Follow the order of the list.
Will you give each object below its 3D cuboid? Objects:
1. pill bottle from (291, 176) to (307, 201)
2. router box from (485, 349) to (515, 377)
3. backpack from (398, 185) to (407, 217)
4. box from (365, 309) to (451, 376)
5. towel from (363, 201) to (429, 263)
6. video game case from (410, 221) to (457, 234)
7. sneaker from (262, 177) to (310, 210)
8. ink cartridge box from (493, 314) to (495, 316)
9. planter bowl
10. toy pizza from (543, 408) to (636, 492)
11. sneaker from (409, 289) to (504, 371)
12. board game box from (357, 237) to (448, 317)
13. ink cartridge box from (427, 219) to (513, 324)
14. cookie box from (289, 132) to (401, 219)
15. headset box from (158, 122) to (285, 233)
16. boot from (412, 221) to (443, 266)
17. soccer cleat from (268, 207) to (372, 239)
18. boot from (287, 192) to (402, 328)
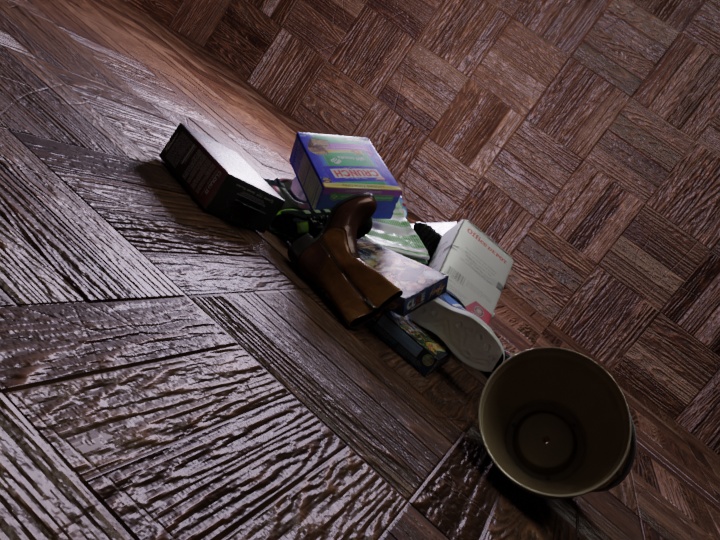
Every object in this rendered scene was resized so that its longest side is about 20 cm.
[{"bbox_3d":[-0.065,-0.117,1.507,0.200,0.114,0.113,41,12,21],"label":"pill bottle"},{"bbox_3d":[0.359,0.244,1.472,0.199,0.062,0.150,24,18,-49],"label":"router box"},{"bbox_3d":[0.018,-0.115,1.610,0.134,0.183,0.201,27,22,-23],"label":"backpack"},{"bbox_3d":[0.096,0.115,1.254,0.136,0.038,0.200,40,11,14],"label":"box"},{"bbox_3d":[0.047,-0.094,1.432,0.151,0.024,0.201,9,37,-29],"label":"towel"},{"bbox_3d":[0.134,-0.063,1.689,0.197,0.026,0.181,-3,29,8],"label":"video game case"},{"bbox_3d":[-0.180,-0.166,1.428,0.199,0.082,0.070,35,13,-11],"label":"sneaker"},{"bbox_3d":[0.213,0.092,1.588,0.144,0.084,0.200,40,11,12],"label":"ink cartridge box"},{"bbox_3d":[0.265,0.227,0.996,0.200,0.200,0.135,42,-14,26],"label":"planter bowl"},{"bbox_3d":[0.325,0.242,1.086,0.031,0.202,0.200,-11,43,-40],"label":"toy pizza"},{"bbox_3d":[0.184,0.097,1.279,0.199,0.081,0.146,34,16,16],"label":"sneaker"},{"bbox_3d":[0.035,0.007,1.239,0.199,0.035,0.135,25,31,31],"label":"board game box"},{"bbox_3d":[0.210,0.021,1.441,0.146,0.083,0.201,38,54,-12],"label":"ink cartridge box"},{"bbox_3d":[-0.034,-0.191,1.427,0.169,0.076,0.201,0,41,-25],"label":"cookie box"},{"bbox_3d":[-0.235,-0.154,1.230,0.200,0.075,0.148,45,13,35],"label":"headset box"},{"bbox_3d":[0.090,-0.041,1.500,0.211,0.159,0.079,37,-5,-41],"label":"boot"},{"bbox_3d":[-0.077,-0.081,1.296,0.198,0.068,0.081,2,13,21],"label":"soccer cleat"},{"bbox_3d":[0.000,-0.024,1.168,0.200,0.187,0.069,43,-21,36],"label":"boot"}]
